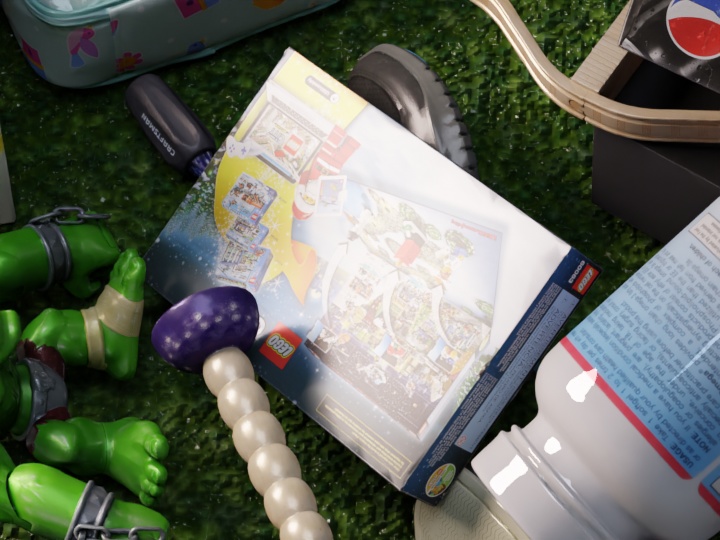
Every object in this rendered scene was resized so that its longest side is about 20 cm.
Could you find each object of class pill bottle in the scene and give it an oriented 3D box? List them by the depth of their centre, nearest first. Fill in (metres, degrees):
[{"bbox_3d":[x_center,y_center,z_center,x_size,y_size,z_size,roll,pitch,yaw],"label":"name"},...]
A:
[{"bbox_3d":[0.148,0.047,1.239,0.200,0.109,0.109,-42,64,3],"label":"pill bottle"}]

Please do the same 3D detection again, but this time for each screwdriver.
[{"bbox_3d":[-0.062,-0.025,1.433,0.029,0.028,0.200,-41,63,12],"label":"screwdriver"}]

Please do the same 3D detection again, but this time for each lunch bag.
[{"bbox_3d":[-0.110,-0.192,1.507,0.200,0.077,0.161,-20,60,-11],"label":"lunch bag"}]

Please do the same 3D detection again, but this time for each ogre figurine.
[{"bbox_3d":[-0.160,0.056,1.348,0.120,0.098,0.201,0,72,-20],"label":"ogre figurine"}]

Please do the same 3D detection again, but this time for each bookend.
[{"bbox_3d":[0.181,-0.010,1.382,0.198,0.092,0.200,29,64,19],"label":"bookend"}]

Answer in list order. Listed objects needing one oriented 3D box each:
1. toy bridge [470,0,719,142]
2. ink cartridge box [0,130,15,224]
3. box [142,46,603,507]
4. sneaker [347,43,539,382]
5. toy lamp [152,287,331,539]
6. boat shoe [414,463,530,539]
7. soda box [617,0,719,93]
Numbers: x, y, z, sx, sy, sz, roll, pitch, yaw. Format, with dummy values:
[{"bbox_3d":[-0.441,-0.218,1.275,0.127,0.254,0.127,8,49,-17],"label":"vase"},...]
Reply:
[{"bbox_3d":[0.123,-0.103,1.373,0.200,0.027,0.067,28,66,20],"label":"toy bridge"},{"bbox_3d":[-0.251,-0.082,1.368,0.145,0.200,0.084,-17,64,-10],"label":"ink cartridge box"},{"bbox_3d":[0.000,0.000,1.352,0.200,0.038,0.137,38,95,34],"label":"box"},{"bbox_3d":[0.022,-0.027,1.405,0.082,0.073,0.200,-16,58,-7],"label":"sneaker"},{"bbox_3d":[-0.032,0.101,1.276,0.058,0.058,0.200,-19,62,-11],"label":"toy lamp"},{"bbox_3d":[0.096,0.164,1.301,0.068,0.072,0.200,-4,41,-46],"label":"boat shoe"},{"bbox_3d":[0.189,-0.142,1.349,0.071,0.063,0.200,26,26,14],"label":"soda box"}]
